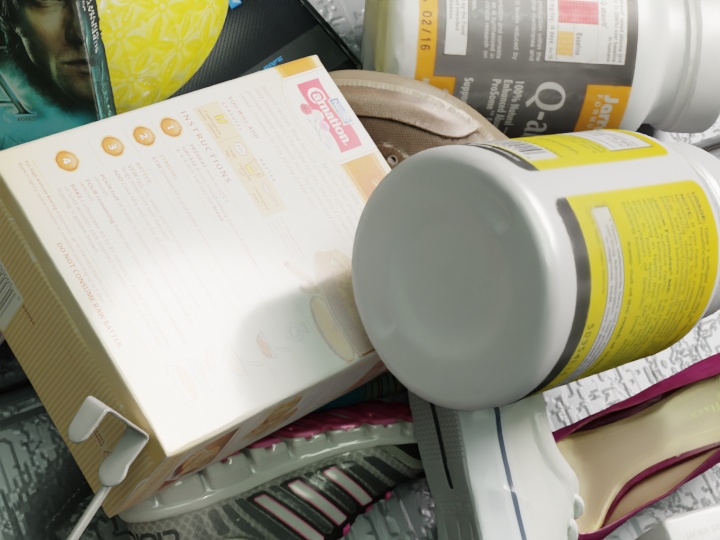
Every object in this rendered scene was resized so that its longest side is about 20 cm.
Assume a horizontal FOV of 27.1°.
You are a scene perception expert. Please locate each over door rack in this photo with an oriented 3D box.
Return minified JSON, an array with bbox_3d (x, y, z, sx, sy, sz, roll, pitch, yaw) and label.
[{"bbox_3d":[-0.179,0.121,0.644,0.147,0.066,0.201,27,91,33],"label":"over door rack"}]

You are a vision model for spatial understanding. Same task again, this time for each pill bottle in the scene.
[{"bbox_3d":[0.105,-0.130,0.856,0.198,0.117,0.117,2,67,-8],"label":"pill bottle"},{"bbox_3d":[0.099,-0.007,0.702,0.199,0.114,0.115,-10,65,-48],"label":"pill bottle"}]

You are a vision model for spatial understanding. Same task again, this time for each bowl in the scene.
[{"bbox_3d":[-0.165,-0.183,0.790,0.198,0.108,0.202,3,67,-7],"label":"bowl"}]

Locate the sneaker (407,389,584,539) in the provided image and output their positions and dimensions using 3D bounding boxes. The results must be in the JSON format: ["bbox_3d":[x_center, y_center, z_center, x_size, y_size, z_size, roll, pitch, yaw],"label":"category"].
[{"bbox_3d":[0.078,0.128,0.733,0.070,0.073,0.202,-10,93,-25],"label":"sneaker"}]

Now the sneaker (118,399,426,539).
[{"bbox_3d":[-0.030,0.120,0.756,0.199,0.074,0.088,-11,98,-30],"label":"sneaker"}]

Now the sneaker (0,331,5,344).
[{"bbox_3d":[-0.257,0.009,0.767,0.198,0.088,0.081,-1,104,11],"label":"sneaker"}]

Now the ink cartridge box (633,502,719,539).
[{"bbox_3d":[0.236,0.211,0.752,0.143,0.084,0.201,-13,71,-14],"label":"ink cartridge box"}]

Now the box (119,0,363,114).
[{"bbox_3d":[-0.123,-0.111,0.850,0.199,0.046,0.159,-36,77,-20],"label":"box"}]

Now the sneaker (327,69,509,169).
[{"bbox_3d":[0.051,-0.036,0.800,0.199,0.070,0.076,26,52,-13],"label":"sneaker"}]

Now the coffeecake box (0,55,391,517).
[{"bbox_3d":[-0.066,-0.001,0.709,0.199,0.073,0.154,-24,76,-40],"label":"coffeecake box"}]

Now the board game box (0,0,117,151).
[{"bbox_3d":[-0.223,-0.090,0.754,0.198,0.136,0.028,-1,29,10],"label":"board game box"}]

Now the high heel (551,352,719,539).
[{"bbox_3d":[0.138,0.094,0.778,0.199,0.096,0.068,-29,75,-19],"label":"high heel"}]

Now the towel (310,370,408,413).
[{"bbox_3d":[0.000,0.000,0.813,0.199,0.022,0.148,-8,69,-30],"label":"towel"}]
